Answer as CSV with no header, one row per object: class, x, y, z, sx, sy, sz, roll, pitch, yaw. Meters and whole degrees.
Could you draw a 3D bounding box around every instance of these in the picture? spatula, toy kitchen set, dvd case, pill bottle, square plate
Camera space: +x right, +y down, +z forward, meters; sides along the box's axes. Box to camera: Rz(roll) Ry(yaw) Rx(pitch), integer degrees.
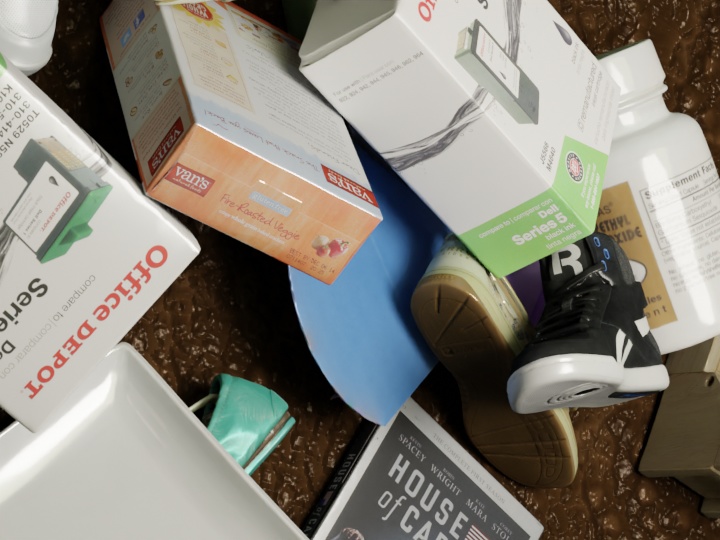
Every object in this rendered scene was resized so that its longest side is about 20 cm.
spatula,0.057,-0.038,1.485,0.200,0.020,0.057,44,57,-31
toy kitchen set,0.335,0.085,1.610,0.163,0.180,0.201,32,67,-28
dvd case,0.023,0.200,1.462,0.150,0.025,0.201,44,61,-22
pill bottle,0.191,-0.050,1.569,0.114,0.114,0.202,-24,96,-36
square plate,-0.146,0.167,1.283,0.200,0.029,0.198,-37,73,-24

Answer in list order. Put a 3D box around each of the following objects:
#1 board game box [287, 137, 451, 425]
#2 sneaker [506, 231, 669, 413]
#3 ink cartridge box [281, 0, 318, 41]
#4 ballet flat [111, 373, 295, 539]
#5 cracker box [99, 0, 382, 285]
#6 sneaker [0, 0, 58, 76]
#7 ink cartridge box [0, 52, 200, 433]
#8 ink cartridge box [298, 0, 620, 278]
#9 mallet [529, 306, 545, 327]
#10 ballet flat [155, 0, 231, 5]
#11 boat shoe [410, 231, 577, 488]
board game box,0.000,0.000,1.464,0.200,0.039,0.159,-47,119,-49
sneaker,0.130,0.028,1.442,0.200,0.073,0.113,10,63,-66
ink cartridge box,0.033,-0.210,1.524,0.199,0.048,0.147,-11,89,-34
ballet flat,-0.117,0.140,1.355,0.070,0.067,0.201,35,61,1
cracker box,-0.074,-0.091,1.348,0.133,0.058,0.201,27,24,-29
sneaker,-0.192,-0.219,1.319,0.075,0.115,0.202,0,82,-35
ink cartridge box,-0.208,-0.031,1.265,0.200,0.084,0.146,43,89,-22
ink cartridge box,0.067,-0.120,1.428,0.200,0.084,0.146,45,39,-26
mallet,0.093,-0.028,1.548,0.066,0.041,0.201,-26,93,-33
ballet flat,-0.117,-0.198,1.342,0.071,0.200,0.069,-40,139,-16
boat shoe,0.097,0.062,1.492,0.201,0.073,0.063,64,35,-36
